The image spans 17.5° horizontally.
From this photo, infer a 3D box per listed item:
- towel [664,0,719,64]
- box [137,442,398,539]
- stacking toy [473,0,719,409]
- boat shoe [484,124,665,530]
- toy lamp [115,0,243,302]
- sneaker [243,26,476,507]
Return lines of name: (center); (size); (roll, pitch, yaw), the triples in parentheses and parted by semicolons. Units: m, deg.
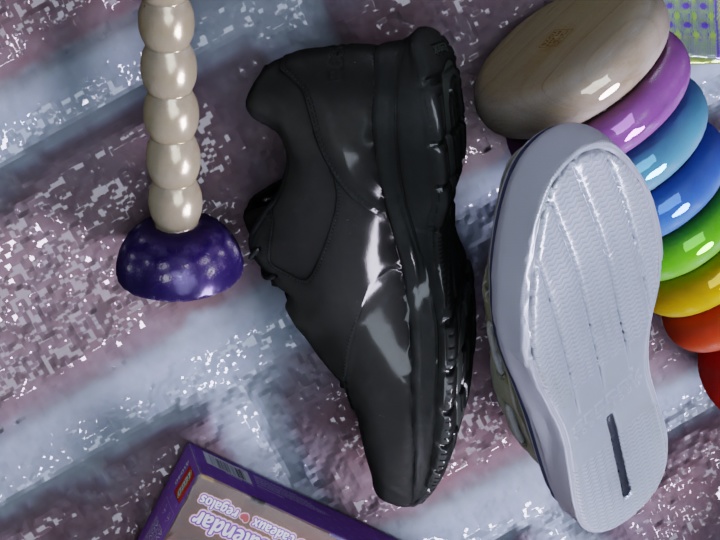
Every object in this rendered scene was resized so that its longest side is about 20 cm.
towel: (0.210, -0.152, 0.951); (0.198, 0.023, 0.145); (0, 106, -13)
box: (-0.016, 0.176, 0.983); (0.199, 0.039, 0.138); (26, 99, -18)
stacking toy: (0.127, -0.015, 0.944); (0.085, 0.085, 0.201); (-35, 114, -1)
boat shoe: (0.073, 0.021, 0.900); (0.072, 0.062, 0.201); (-34, 138, -23)
toy lamp: (-0.071, -0.088, 0.869); (0.058, 0.058, 0.202); (-8, 120, -10)
sneaker: (0.000, 0.000, 0.928); (0.090, 0.076, 0.202); (0, 112, 10)
